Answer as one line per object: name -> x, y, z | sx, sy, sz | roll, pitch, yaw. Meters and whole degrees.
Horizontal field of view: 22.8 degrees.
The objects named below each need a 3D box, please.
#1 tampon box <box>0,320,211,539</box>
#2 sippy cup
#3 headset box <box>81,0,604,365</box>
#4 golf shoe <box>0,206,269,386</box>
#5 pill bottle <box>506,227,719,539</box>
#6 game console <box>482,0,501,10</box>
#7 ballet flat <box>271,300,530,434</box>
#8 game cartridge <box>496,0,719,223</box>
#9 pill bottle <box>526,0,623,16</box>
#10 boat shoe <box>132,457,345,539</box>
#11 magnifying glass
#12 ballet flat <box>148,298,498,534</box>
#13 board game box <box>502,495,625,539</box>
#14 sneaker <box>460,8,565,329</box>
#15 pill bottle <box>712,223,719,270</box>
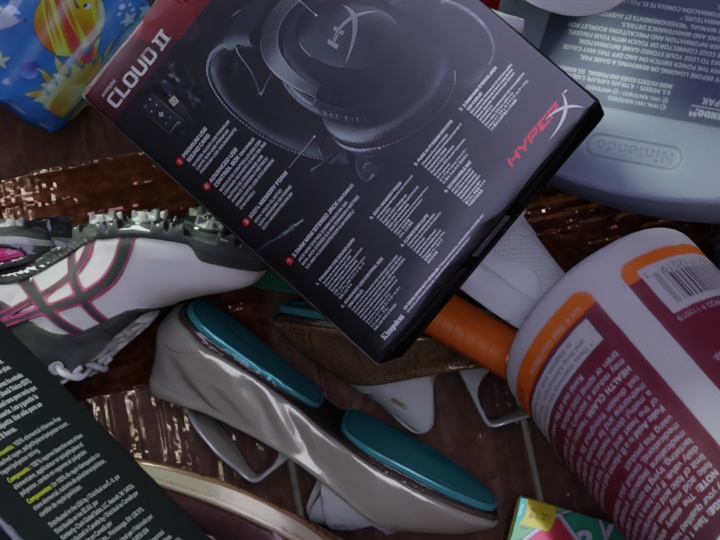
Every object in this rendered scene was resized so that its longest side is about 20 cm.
tampon box -> -0.192, 0.134, 0.839 | 0.200, 0.126, 0.150 | 46, 109, 5
sippy cup -> -0.159, -0.149, 0.916 | 0.177, 0.139, 0.131 | 36, 92, 43
headset box -> -0.013, -0.080, 0.798 | 0.200, 0.077, 0.149 | 41, 96, 8
golf shoe -> -0.125, 0.012, 0.893 | 0.198, 0.077, 0.089 | -4, 91, 29
pill bottle -> 0.164, 0.088, 0.801 | 0.114, 0.114, 0.201 | -33, 59, -7
game console -> 0.149, -0.213, 0.984 | 0.175, 0.031, 0.202 | 26, 81, -1
ballet flat -> 0.054, 0.046, 0.925 | 0.197, 0.068, 0.073 | -5, 100, -7
game cartridge -> 0.153, -0.094, 0.890 | 0.198, 0.041, 0.135 | 14, 83, 30
pill bottle -> 0.131, -0.221, 0.880 | 0.110, 0.111, 0.201 | 28, 57, 3
boat shoe -> -0.041, 0.160, 0.894 | 0.199, 0.072, 0.073 | 28, 79, -4
magnifying glass -> 0.000, 0.000, 0.900 | 0.199, 0.023, 0.080 | 28, 53, 30
ballet flat -> -0.025, 0.091, 0.914 | 0.199, 0.070, 0.070 | 34, 81, 6
board game box -> 0.163, 0.190, 0.917 | 0.198, 0.030, 0.097 | 17, 81, -1
sneaker -> 0.053, -0.065, 0.857 | 0.200, 0.074, 0.116 | 41, 98, -2
pill bottle -> 0.234, 0.012, 0.903 | 0.112, 0.113, 0.203 | 1, 81, -2
